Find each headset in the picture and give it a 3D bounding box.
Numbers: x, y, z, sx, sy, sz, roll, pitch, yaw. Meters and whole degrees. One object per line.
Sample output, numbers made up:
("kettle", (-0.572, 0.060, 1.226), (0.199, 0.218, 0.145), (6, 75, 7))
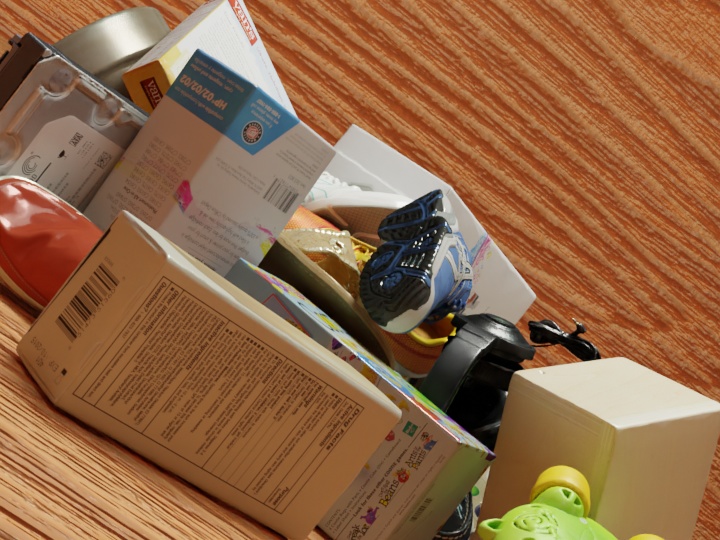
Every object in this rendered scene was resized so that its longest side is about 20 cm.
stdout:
("headset", (0.101, 0.088, 1.302), (0.094, 0.124, 0.200), (26, 36, 20))

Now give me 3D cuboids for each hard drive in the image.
("hard drive", (-0.200, -0.062, 1.180), (0.038, 0.140, 0.200), (39, 2, 33))

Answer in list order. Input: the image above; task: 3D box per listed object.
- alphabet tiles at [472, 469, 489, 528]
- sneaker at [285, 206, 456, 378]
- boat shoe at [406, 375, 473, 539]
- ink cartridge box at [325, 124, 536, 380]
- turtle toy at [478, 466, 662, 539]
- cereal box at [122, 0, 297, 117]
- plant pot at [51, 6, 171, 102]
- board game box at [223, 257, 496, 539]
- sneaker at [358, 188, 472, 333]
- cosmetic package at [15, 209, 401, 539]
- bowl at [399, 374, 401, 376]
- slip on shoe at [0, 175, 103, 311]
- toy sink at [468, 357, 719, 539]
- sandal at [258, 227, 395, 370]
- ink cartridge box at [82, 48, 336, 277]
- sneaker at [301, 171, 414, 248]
("alphabet tiles", (0.077, 0.164, 1.413), (0.166, 0.006, 0.200), (-4, 37, -32))
("sneaker", (0.000, 0.000, 1.396), (0.200, 0.073, 0.077), (36, -42, 0))
("boat shoe", (0.058, 0.145, 1.365), (0.074, 0.060, 0.200), (15, 29, -6))
("ink cartridge box", (0.032, -0.002, 1.582), (0.145, 0.145, 0.200), (35, -9, 41))
("turtle toy", (0.151, 0.231, 1.146), (0.200, 0.101, 0.146), (39, 25, -4))
("cereal box", (-0.111, -0.128, 1.400), (0.144, 0.039, 0.200), (65, 22, -16))
("plant pot", (-0.197, -0.086, 1.431), (0.174, 0.200, 0.200), (54, 3, 3))
("board game box", (-0.024, 0.098, 1.188), (0.200, 0.105, 0.103), (40, 3, 20))
("sneaker", (0.052, 0.004, 1.291), (0.077, 0.076, 0.200), (59, 20, -13))
("cosmetic package", (-0.083, 0.064, 1.001), (0.200, 0.105, 0.071), (38, 2, -38))
("bowl", (-0.069, 0.061, 1.412), (0.201, 0.090, 0.201), (39, 2, -1))
("slip on shoe", (-0.159, 0.009, 1.095), (0.200, 0.074, 0.061), (43, -36, 5))
("toy sink", (0.166, 0.177, 1.297), (0.130, 0.201, 0.112), (-5, 22, -42))
("sandal", (-0.038, -0.013, 1.294), (0.212, 0.070, 0.078), (38, -31, 10))
("ink cartridge box", (-0.119, -0.035, 1.202), (0.068, 0.200, 0.115), (35, 0, 35))
("sneaker", (-0.033, -0.054, 1.479), (0.200, 0.080, 0.071), (0, -43, 29))
